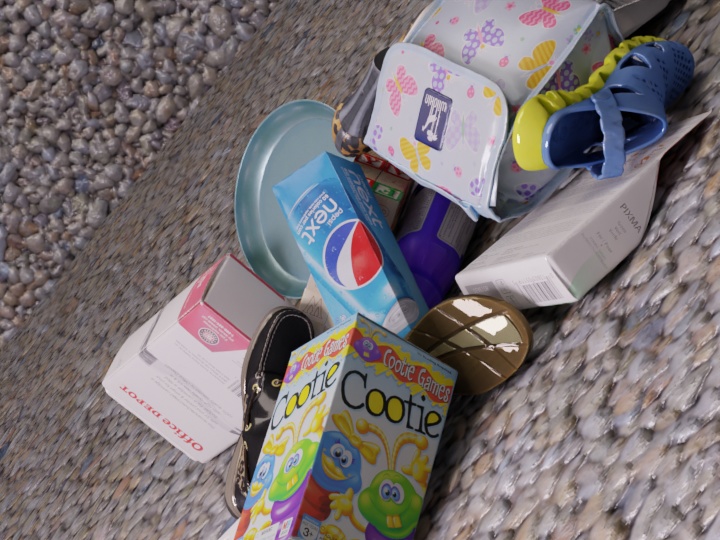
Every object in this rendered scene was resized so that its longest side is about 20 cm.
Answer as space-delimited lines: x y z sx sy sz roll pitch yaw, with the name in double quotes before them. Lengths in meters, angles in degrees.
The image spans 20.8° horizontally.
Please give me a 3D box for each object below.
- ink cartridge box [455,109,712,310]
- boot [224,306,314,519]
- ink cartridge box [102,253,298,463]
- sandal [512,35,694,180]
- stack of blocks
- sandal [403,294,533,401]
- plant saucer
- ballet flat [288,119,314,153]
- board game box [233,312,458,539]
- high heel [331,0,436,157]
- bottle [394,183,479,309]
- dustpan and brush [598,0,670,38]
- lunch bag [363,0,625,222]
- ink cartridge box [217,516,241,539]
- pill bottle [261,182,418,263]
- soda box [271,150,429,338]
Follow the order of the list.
"ink cartridge box" 0.189 -0.043 1.579 0.200 0.050 0.161 -38 9 -22
"boot" -0.058 0.131 1.740 0.150 0.073 0.201 -5 69 66
"ink cartridge box" -0.150 0.093 2.015 0.200 0.146 0.083 -37 20 42
"sandal" 0.212 -0.124 1.572 0.087 0.080 0.200 23 44 36
"stack of blocks" -0.009 -0.006 1.851 0.115 0.058 0.201 -60 -10 -67
"sandal" 0.073 0.071 1.589 0.054 0.080 0.200 -33 -6 -41
"plant saucer" -0.053 -0.072 1.978 0.200 0.027 0.201 -2 88 46
"ballet flat" -0.016 -0.128 2.094 0.069 0.069 0.200 -48 -27 13
"board game box" -0.014 0.153 1.513 0.105 0.103 0.201 -33 33 50
"high heel" 0.058 -0.179 1.807 0.200 0.071 0.143 -29 -18 -35
"bottle" 0.058 -0.010 1.801 0.084 0.065 0.200 -49 12 47
"dustpan and brush" 0.188 -0.216 1.820 0.200 0.057 0.140 -40 12 -8
"lunch bag" 0.114 -0.152 1.658 0.200 0.127 0.169 -51 46 -3
"ink cartridge box" -0.099 0.289 1.571 0.117 0.067 0.200 -47 17 19
"pill bottle" -0.005 -0.065 2.026 0.200 0.111 0.112 -40 19 38
"soda box" 0.000 0.000 1.700 0.064 0.201 0.068 -33 -22 19
